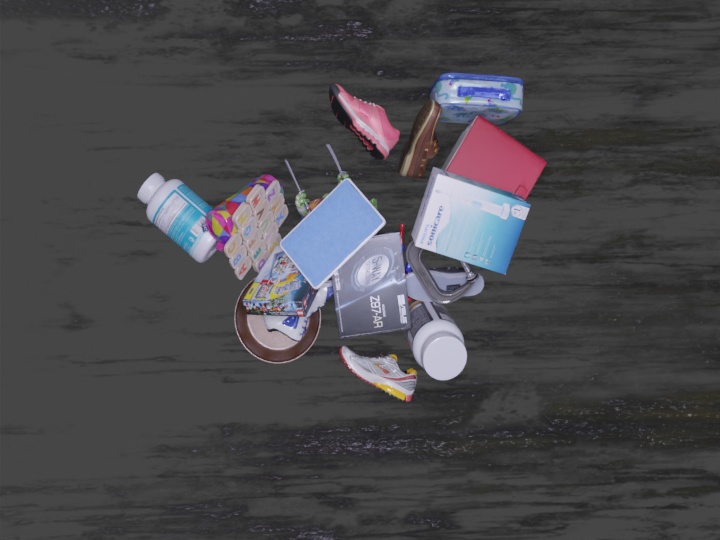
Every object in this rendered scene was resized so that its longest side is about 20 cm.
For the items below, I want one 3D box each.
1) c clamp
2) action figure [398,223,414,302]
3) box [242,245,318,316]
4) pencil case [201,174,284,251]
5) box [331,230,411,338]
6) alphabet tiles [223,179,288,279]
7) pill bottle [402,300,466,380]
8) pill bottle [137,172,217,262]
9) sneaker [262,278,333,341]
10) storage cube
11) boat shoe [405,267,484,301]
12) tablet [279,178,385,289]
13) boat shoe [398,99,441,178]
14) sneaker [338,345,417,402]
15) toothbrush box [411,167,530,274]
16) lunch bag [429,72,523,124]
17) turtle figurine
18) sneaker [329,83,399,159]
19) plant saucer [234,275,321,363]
[{"bbox_3d":[0.186,-0.025,1.421,0.167,0.027,0.203,-23,114,12],"label":"c clamp"},{"bbox_3d":[0.100,0.001,1.521,0.063,0.052,0.207,8,95,3],"label":"action figure"},{"bbox_3d":[-0.148,0.018,1.419,0.132,0.202,0.039,1,126,18],"label":"box"},{"bbox_3d":[-0.247,-0.129,1.439,0.089,0.088,0.200,48,48,-3],"label":"pencil case"},{"bbox_3d":[0.018,0.029,1.412,0.155,0.044,0.207,-7,98,0],"label":"box"},{"bbox_3d":[-0.215,-0.085,1.431,0.014,0.202,0.198,23,63,21],"label":"alphabet tiles"},{"bbox_3d":[0.158,0.146,1.439,0.112,0.201,0.120,-2,108,-6],"label":"pill bottle"},{"bbox_3d":[-0.388,-0.120,1.468,0.199,0.111,0.111,41,89,-2],"label":"pill bottle"},{"bbox_3d":[-0.129,0.087,1.469,0.194,0.081,0.118,-18,104,-8],"label":"sneaker"},{"bbox_3d":[0.267,-0.197,1.465,0.177,0.171,0.203,33,89,-2],"label":"storage cube"},{"bbox_3d":[0.179,0.021,1.505,0.194,0.066,0.072,-5,112,-14],"label":"boat shoe"},{"bbox_3d":[-0.057,-0.075,1.362,0.200,0.014,0.131,-43,74,2],"label":"tablet"},{"bbox_3d":[0.140,-0.282,1.466,0.066,0.202,0.073,14,49,-8],"label":"boat shoe"},{"bbox_3d":[0.039,0.217,1.513,0.196,0.078,0.084,28,85,-12],"label":"sneaker"},{"bbox_3d":[0.215,-0.099,1.333,0.194,0.086,0.150,15,106,-7],"label":"toothbrush box"},{"bbox_3d":[0.252,-0.374,1.468,0.193,0.161,0.085,3,91,-2],"label":"lunch bag"},{"bbox_3d":[-0.066,-0.164,1.443,0.190,0.143,0.206,20,99,31],"label":"turtle figurine"},{"bbox_3d":[0.009,-0.347,1.513,0.087,0.074,0.201,-43,96,-15],"label":"sneaker"},{"bbox_3d":[-0.185,0.105,1.516,0.194,0.037,0.207,0,90,-3],"label":"plant saucer"}]
